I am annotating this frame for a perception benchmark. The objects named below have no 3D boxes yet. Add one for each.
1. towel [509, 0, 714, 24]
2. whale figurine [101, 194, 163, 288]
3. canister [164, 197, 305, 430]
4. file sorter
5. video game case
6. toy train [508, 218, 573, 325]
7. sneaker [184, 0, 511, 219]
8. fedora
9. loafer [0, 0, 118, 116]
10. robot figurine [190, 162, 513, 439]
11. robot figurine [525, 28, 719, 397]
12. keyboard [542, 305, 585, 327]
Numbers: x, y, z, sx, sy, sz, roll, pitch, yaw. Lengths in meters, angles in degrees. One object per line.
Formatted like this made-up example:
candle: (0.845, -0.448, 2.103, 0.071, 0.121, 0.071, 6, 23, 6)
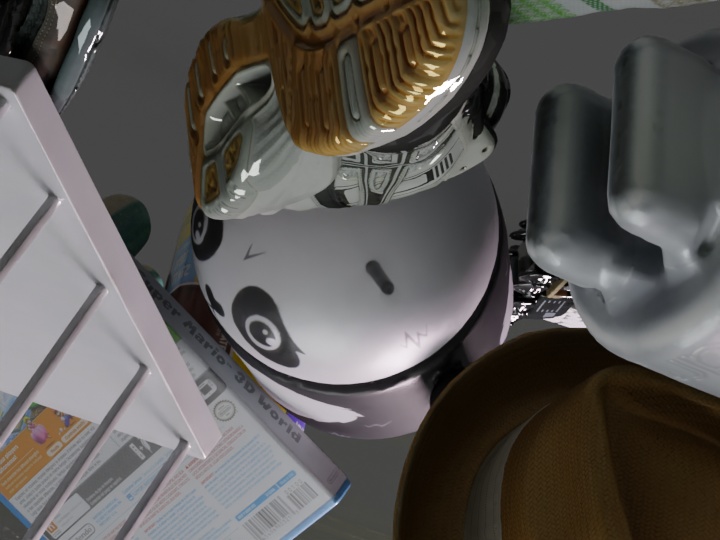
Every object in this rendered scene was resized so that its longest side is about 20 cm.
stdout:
towel: (0.032, -0.112, 0.623, 0.199, 0.031, 0.149, -1, 163, 40)
whale figurine: (-0.148, 0.037, 1.103, 0.104, 0.159, 0.200, 42, -172, 16)
canister: (-0.070, 0.070, 1.070, 0.086, 0.202, 0.149, 16, 166, -9)
file sorter: (-0.165, 0.027, 0.787, 0.138, 0.125, 0.201, 14, 144, 31)
video game case: (-0.117, 0.056, 0.923, 0.200, 0.018, 0.143, 46, 127, -5)
toy train: (0.090, -0.007, 0.957, 0.045, 0.034, 0.200, 2, 168, -4)
sneaker: (0.011, -0.065, 0.655, 0.087, 0.076, 0.200, -2, 173, -20)
fedora: (0.109, 0.097, 0.761, 0.199, 0.202, 0.082, 15, 148, -7)
loafer: (-0.128, -0.088, 0.782, 0.062, 0.072, 0.200, 23, 167, -12)
robot figurine: (-0.002, 0.000, 0.881, 0.149, 0.126, 0.200, 12, 167, 9)
robot figurine: (0.148, -0.007, 0.727, 0.199, 0.114, 0.169, 21, 155, -28)
keyboard: (0.093, 0.018, 1.107, 0.198, 0.011, 0.056, 18, 166, -13)
